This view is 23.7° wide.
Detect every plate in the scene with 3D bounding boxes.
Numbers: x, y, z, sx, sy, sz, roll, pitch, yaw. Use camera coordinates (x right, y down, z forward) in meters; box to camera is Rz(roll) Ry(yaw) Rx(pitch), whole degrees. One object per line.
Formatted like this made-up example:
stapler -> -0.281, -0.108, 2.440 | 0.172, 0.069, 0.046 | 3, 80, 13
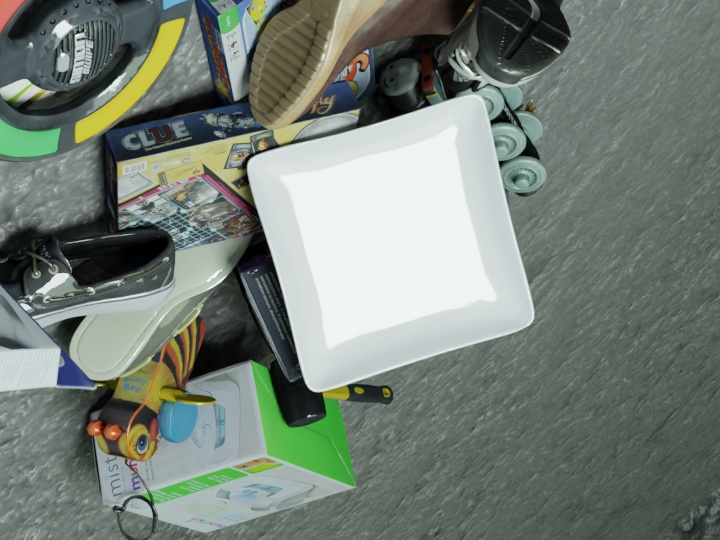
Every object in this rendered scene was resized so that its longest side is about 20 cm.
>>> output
plate -> 0.025, -0.023, 1.383 | 0.199, 0.201, 0.032 | -17, -168, -9

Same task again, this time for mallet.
mallet -> -0.017, 0.124, 1.620 | 0.041, 0.066, 0.200 | -23, 157, 24

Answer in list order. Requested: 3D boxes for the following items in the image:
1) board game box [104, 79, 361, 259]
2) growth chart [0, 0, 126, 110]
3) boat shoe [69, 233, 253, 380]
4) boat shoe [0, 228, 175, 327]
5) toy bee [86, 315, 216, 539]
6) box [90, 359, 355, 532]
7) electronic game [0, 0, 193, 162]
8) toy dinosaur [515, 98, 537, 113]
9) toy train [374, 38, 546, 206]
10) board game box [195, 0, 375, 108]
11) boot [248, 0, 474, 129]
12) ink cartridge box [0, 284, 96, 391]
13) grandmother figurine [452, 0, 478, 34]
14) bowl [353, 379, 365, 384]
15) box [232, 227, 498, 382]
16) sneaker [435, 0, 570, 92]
board game box -> -0.104, -0.078, 1.381 | 0.199, 0.035, 0.136 | -14, 147, -17
growth chart -> -0.250, -0.138, 1.179 | 0.200, 0.018, 0.145 | -35, 153, -15
boat shoe -> -0.166, 0.014, 1.465 | 0.202, 0.072, 0.060 | -46, 172, -4
boat shoe -> -0.233, 0.003, 1.325 | 0.199, 0.070, 0.066 | -6, 135, -25
toy bee -> -0.188, 0.124, 1.498 | 0.131, 0.201, 0.109 | -14, 160, 19
box -> -0.129, 0.170, 1.632 | 0.176, 0.097, 0.200 | -19, 158, 18
electronic game -> -0.196, -0.156, 1.165 | 0.200, 0.042, 0.200 | -34, 152, -21
toy dinosaur -> 0.104, -0.148, 1.627 | 0.106, 0.061, 0.200 | 7, 133, -21
toy train -> 0.094, -0.127, 1.547 | 0.114, 0.085, 0.200 | -17, 139, 20
board game box -> -0.055, -0.180, 1.364 | 0.135, 0.034, 0.200 | -34, 152, -15
boot -> 0.016, -0.187, 1.320 | 0.166, 0.072, 0.200 | 0, 131, -48
ink cartridge box -> -0.291, 0.009, 1.137 | 0.200, 0.200, 0.041 | 1, 125, -55
grandmother figurine -> 0.073, -0.265, 1.391 | 0.121, 0.061, 0.200 | -53, 156, 0
bowl -> -0.003, 0.016, 1.663 | 0.201, 0.090, 0.201 | -33, 152, -20
box -> 0.000, 0.000, 1.480 | 0.200, 0.105, 0.148 | -25, -171, -5
sneaker -> 0.107, -0.169, 1.362 | 0.115, 0.076, 0.201 | -56, -173, 33
